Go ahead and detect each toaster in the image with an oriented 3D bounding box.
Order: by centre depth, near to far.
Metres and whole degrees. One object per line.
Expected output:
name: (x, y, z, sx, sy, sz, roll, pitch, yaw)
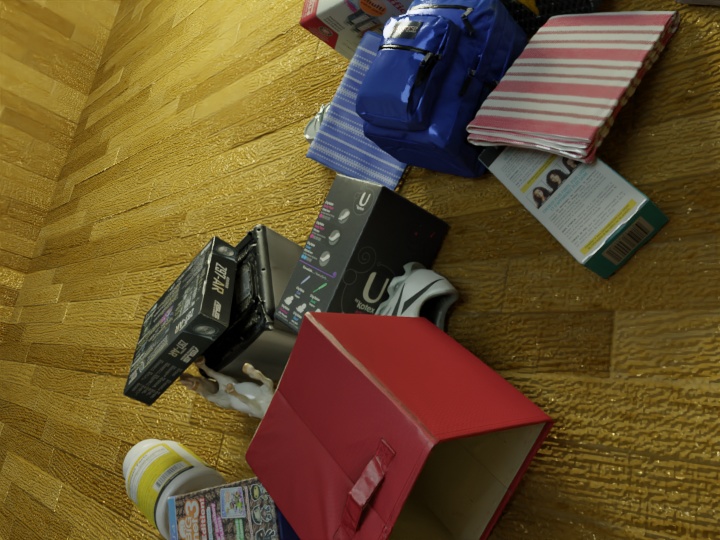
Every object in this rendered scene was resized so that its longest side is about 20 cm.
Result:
toaster: (-0.152, 0.064, 0.914, 0.181, 0.118, 0.201, -40, 45, 30)

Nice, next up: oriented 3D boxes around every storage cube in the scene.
storage cube: (0.031, 0.158, 0.574, 0.180, 0.200, 0.172, 39, 112, 40)

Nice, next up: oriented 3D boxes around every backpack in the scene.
backpack: (0.102, -0.235, 0.739, 0.162, 0.168, 0.201, 23, 88, 39)

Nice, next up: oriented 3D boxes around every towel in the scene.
towel: (0.218, -0.197, 0.645, 0.146, 0.030, 0.200, 22, 68, 43)
towel: (0.027, -0.220, 0.864, 0.144, 0.024, 0.201, 27, 94, 12)

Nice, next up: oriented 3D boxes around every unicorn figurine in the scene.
unicorn figurine: (-0.148, 0.176, 0.828, 0.200, 0.138, 0.074, 24, 67, 41)

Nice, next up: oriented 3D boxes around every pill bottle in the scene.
pill bottle: (-0.290, 0.327, 0.948, 0.200, 0.111, 0.112, 9, 78, 51)

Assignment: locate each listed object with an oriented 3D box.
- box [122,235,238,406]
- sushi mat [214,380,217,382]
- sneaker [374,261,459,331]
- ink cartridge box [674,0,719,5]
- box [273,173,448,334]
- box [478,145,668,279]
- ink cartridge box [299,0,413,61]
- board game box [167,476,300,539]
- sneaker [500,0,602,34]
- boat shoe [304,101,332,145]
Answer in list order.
box: (-0.250, 0.069, 0.869, 0.200, 0.043, 0.161, -43, 31, 26)
sushi mat: (-0.272, 0.122, 1.108, 0.096, 0.012, 0.200, -56, 40, 10)
sneaker: (0.045, 0.091, 0.709, 0.088, 0.074, 0.201, 27, 93, 53)
ink cartridge box: (0.379, -0.279, 0.536, 0.200, 0.044, 0.094, 37, 98, 51)
box: (0.000, 0.000, 0.769, 0.106, 0.122, 0.201, 24, 91, 52)
box: (0.207, -0.087, 0.633, 0.082, 0.049, 0.200, -49, 42, 19)
ink cartridge box: (0.037, -0.415, 0.918, 0.200, 0.145, 0.145, 0, 72, 49)
board game box: (-0.093, 0.281, 0.692, 0.200, 0.159, 0.097, -27, 65, 39)
sneaker: (0.218, -0.344, 0.749, 0.200, 0.070, 0.090, 15, 66, 52)
boat shoe: (-0.024, -0.248, 0.968, 0.201, 0.065, 0.075, -9, 65, 46)
